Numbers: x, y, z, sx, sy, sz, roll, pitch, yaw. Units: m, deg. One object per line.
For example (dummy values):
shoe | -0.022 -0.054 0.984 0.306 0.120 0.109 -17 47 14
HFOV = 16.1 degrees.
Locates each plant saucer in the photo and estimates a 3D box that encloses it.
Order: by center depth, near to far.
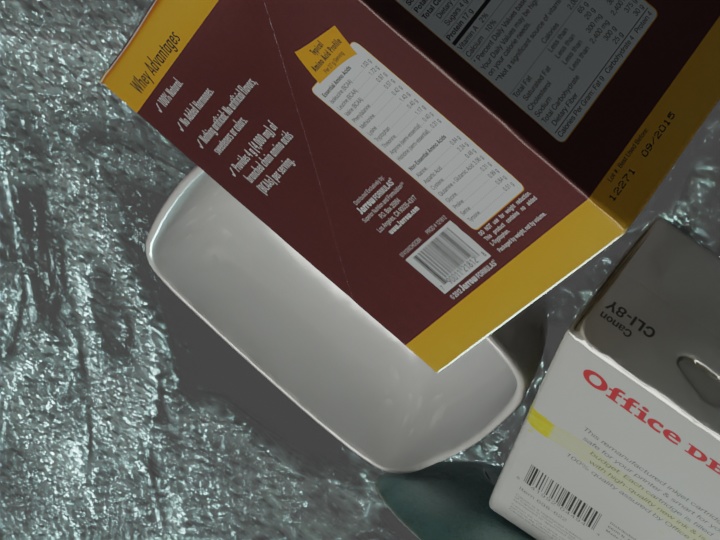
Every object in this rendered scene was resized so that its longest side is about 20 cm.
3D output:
plant saucer | 0.102 0.150 1.378 0.200 0.039 0.201 31 -172 -5

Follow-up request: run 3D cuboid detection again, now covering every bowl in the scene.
bowl | 0.000 0.000 1.306 0.199 0.075 0.200 41 153 -5

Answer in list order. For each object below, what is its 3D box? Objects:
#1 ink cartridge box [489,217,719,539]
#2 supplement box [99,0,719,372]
ink cartridge box | 0.158 0.085 1.235 0.145 0.084 0.200 34 152 9
supplement box | 0.027 -0.094 1.072 0.200 0.133 0.197 40 152 -4
